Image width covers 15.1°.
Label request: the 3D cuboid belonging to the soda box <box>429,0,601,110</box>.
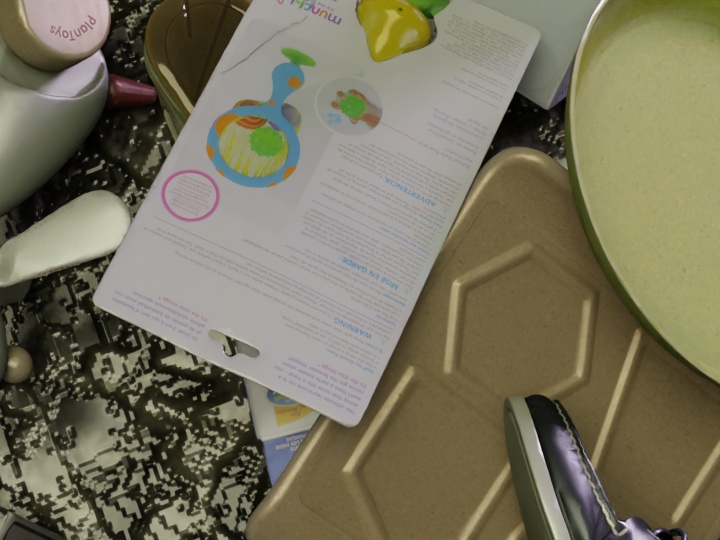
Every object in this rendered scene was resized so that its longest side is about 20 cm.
[{"bbox_3d":[0.104,-0.172,1.152,0.068,0.064,0.200,34,124,12],"label":"soda box"}]

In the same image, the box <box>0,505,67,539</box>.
[{"bbox_3d":[-0.204,0.186,1.147,0.060,0.117,0.200,25,81,10],"label":"box"}]

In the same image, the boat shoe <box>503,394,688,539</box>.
[{"bbox_3d":[0.115,0.136,1.076,0.066,0.075,0.200,-19,74,-5],"label":"boat shoe"}]

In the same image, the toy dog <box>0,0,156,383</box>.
[{"bbox_3d":[-0.143,-0.035,1.199,0.096,0.132,0.200,20,84,-28],"label":"toy dog"}]

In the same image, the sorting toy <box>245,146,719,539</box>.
[{"bbox_3d":[0.073,0.076,1.138,0.185,0.036,0.200,36,86,-21],"label":"sorting toy"}]

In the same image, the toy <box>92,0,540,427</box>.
[{"bbox_3d":[-0.017,-0.037,1.113,0.115,0.047,0.200,25,67,2],"label":"toy"}]

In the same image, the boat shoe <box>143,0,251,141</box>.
[{"bbox_3d":[-0.031,-0.027,1.165,0.073,0.063,0.201,-32,82,-16],"label":"boat shoe"}]

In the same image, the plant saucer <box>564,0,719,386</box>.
[{"bbox_3d":[0.157,-0.035,1.137,0.200,0.031,0.200,15,64,-32],"label":"plant saucer"}]

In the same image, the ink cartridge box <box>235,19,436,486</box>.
[{"bbox_3d":[0.000,0.000,1.197,0.119,0.042,0.200,-14,74,4],"label":"ink cartridge box"}]
